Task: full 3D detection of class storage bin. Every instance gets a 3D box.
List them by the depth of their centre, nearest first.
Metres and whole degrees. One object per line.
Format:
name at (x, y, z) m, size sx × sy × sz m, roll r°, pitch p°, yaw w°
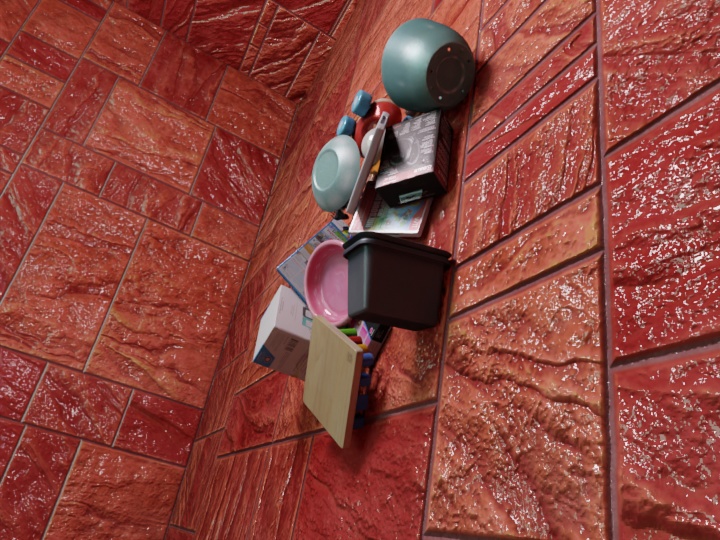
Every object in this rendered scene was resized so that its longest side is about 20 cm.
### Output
storage bin at (0.058, 0.030, 0.989) m, size 0.145 × 0.194 × 0.139 m, roll -27°, pitch 53°, yaw 60°

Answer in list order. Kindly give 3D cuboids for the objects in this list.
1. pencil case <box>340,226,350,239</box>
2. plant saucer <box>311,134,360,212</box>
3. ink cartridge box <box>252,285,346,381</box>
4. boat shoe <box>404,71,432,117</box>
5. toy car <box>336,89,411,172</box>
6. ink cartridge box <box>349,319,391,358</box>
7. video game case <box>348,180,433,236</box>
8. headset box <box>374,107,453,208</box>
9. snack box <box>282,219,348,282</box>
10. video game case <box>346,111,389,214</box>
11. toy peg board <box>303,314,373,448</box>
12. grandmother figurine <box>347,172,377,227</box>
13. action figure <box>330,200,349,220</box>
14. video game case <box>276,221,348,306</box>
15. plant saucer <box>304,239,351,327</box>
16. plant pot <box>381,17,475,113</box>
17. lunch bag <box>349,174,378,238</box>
pencil case at (-0.053, -0.014, 1.441) m, size 0.088 × 0.087 × 0.205 m, roll -26°, pitch 40°, yaw 61°
plant saucer at (-0.078, -0.259, 1.405) m, size 0.198 × 0.038 × 0.209 m, roll -12°, pitch 74°, yaw 47°
ink cartridge box at (-0.151, 0.170, 1.367) m, size 0.148 × 0.195 × 0.149 m, roll -52°, pitch 23°, yaw 34°
boat shoe at (0.166, -0.494, 1.408) m, size 0.201 × 0.068 × 0.072 m, roll -52°, pitch 26°, yaw 41°
toy car at (0.040, -0.326, 1.401) m, size 0.177 × 0.180 × 0.205 m, roll -46°, pitch 31°, yaw 46°
ink cartridge box at (0.017, 0.113, 1.225) m, size 0.097 × 0.036 × 0.201 m, roll -63°, pitch 18°, yaw 17°
video game case at (0.072, -0.144, 1.213) m, size 0.195 × 0.017 × 0.147 m, roll 4°, pitch 65°, yaw 39°
headset box at (0.119, -0.237, 1.172) m, size 0.145 × 0.077 × 0.206 m, roll -12°, pitch 54°, yaw 33°
snack box at (-0.132, -0.053, 1.631) m, size 0.201 × 0.067 × 0.169 m, roll -51°, pitch 4°, yaw -42°
video game case at (0.020, -0.252, 1.242) m, size 0.183 × 0.021 × 0.205 m, roll -74°, pitch 5°, yaw -63°
toy peg board at (-0.030, 0.223, 1.125) m, size 0.198 × 0.095 × 0.208 m, roll 28°, pitch 114°, yaw 56°
grandmother figurine at (0.013, -0.179, 1.514) m, size 0.121 × 0.059 × 0.206 m, roll 25°, pitch -97°, yaw -83°
action figure at (-0.047, -0.214, 1.465) m, size 0.200 × 0.099 × 0.122 m, roll 127°, pitch 163°, yaw -65°
video game case at (-0.100, -0.016, 1.384) m, size 0.199 × 0.143 × 0.018 m, roll -41°, pitch -13°, yaw -19°
plant saucer at (-0.056, 0.032, 1.278) m, size 0.196 × 0.050 × 0.209 m, roll -2°, pitch 87°, yaw 44°
plant pot at (0.163, -0.448, 1.196) m, size 0.205 × 0.196 × 0.161 m, roll -62°, pitch 30°, yaw 13°
lunch bag at (0.043, -0.139, 1.352) m, size 0.200 × 0.080 × 0.166 m, roll -44°, pitch 34°, yaw 52°
